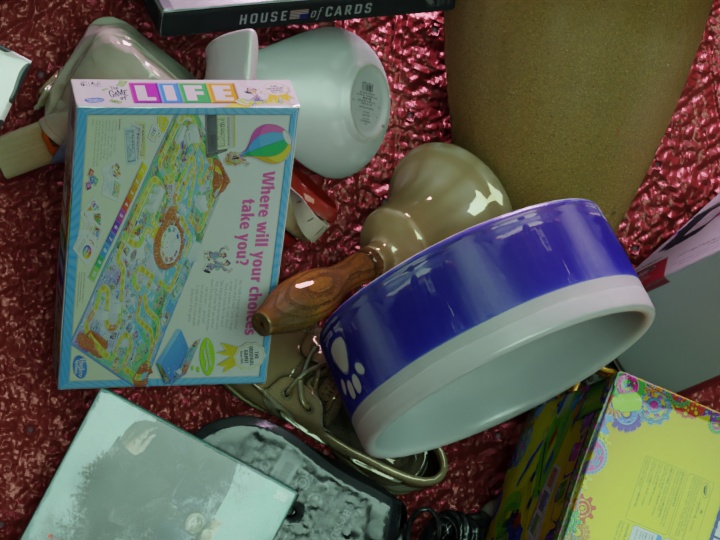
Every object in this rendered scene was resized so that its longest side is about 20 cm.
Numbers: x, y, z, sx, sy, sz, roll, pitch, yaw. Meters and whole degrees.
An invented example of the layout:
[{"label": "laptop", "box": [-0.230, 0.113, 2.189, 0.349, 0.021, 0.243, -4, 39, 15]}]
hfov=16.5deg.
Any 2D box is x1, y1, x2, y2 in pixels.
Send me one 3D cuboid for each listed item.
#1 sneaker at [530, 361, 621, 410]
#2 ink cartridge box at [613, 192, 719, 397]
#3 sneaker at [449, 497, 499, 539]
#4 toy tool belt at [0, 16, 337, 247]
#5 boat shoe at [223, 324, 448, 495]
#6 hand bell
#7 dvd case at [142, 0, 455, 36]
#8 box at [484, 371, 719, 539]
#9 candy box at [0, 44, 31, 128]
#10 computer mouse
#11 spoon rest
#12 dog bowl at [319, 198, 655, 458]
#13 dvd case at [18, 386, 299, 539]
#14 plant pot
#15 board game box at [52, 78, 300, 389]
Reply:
[{"label": "sneaker", "box": [0.135, 0.068, 1.669, 0.199, 0.077, 0.079, 31, 78, -13]}, {"label": "ink cartridge box", "box": [0.267, -0.006, 1.652, 0.200, 0.145, 0.083, -38, 97, -44]}, {"label": "sneaker", "box": [0.083, 0.261, 1.641, 0.099, 0.070, 0.201, -18, 84, -18]}, {"label": "toy tool belt", "box": [-0.126, -0.057, 1.577, 0.200, 0.125, 0.123, 40, 99, -14]}, {"label": "boat shoe", "box": [-0.024, 0.073, 1.617, 0.200, 0.064, 0.071, 36, 75, -14]}, {"label": "hand bell", "box": [0.000, 0.000, 1.558, 0.200, 0.104, 0.105, -30, 96, -45]}, {"label": "dvd case", "box": [-0.055, -0.210, 1.600, 0.199, 0.151, 0.025, -8, 133, -20]}, {"label": "box", "box": [0.151, 0.187, 1.535, 0.121, 0.193, 0.201, 22, 76, -8]}, {"label": "candy box", "box": [-0.321, -0.076, 1.518, 0.167, 0.071, 0.201, 27, 77, -16]}, {"label": "computer mouse", "box": [-0.034, 0.169, 1.605, 0.200, 0.053, 0.139, 36, 88, -6]}, {"label": "spoon rest", "box": [-0.041, -0.117, 1.595, 0.200, 0.060, 0.100, 15, 79, -60]}, {"label": "dog bowl", "box": [0.077, 0.037, 1.539, 0.199, 0.200, 0.079, -20, 73, -20]}, {"label": "dvd case", "box": [-0.147, 0.194, 1.556, 0.145, 0.022, 0.201, 29, 89, -6]}, {"label": "plant pot", "box": [0.130, -0.116, 1.644, 0.185, 0.186, 0.201, 8, 96, -19]}, {"label": "board game box", "box": [-0.114, -0.020, 1.504, 0.133, 0.034, 0.201, 0, 123, -14]}]
